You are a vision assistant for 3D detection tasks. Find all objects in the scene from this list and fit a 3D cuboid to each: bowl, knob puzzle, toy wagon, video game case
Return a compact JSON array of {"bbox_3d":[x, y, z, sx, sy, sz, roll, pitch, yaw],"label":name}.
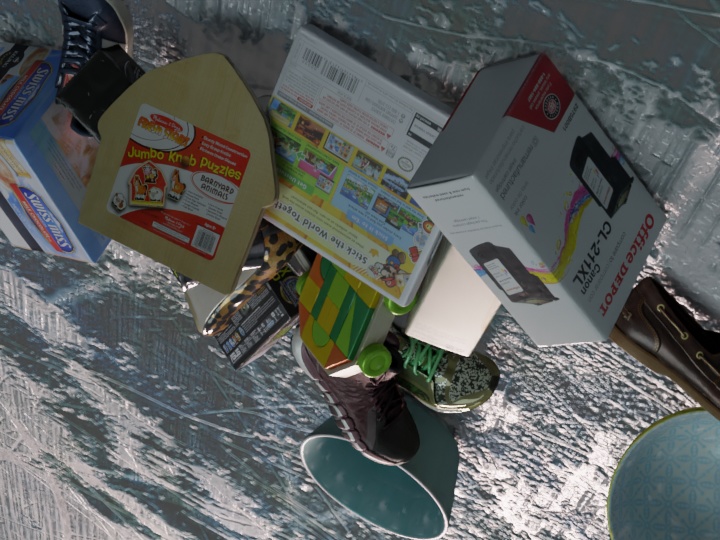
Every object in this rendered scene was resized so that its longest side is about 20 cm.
[{"bbox_3d":[0.343,0.220,1.657,0.199,0.201,0.108,31,-165,5],"label":"bowl"},{"bbox_3d":[-0.156,-0.104,1.566,0.218,0.221,0.030,22,-170,21],"label":"knob puzzle"},{"bbox_3d":[0.000,0.000,1.635,0.039,0.201,0.155,7,-155,-34],"label":"toy wagon"},{"bbox_3d":[-0.003,-0.094,1.515,0.199,0.023,0.183,32,116,15],"label":"video game case"},{"bbox_3d":[0.038,0.217,1.996,0.200,0.105,0.201,26,152,15],"label":"bowl"}]

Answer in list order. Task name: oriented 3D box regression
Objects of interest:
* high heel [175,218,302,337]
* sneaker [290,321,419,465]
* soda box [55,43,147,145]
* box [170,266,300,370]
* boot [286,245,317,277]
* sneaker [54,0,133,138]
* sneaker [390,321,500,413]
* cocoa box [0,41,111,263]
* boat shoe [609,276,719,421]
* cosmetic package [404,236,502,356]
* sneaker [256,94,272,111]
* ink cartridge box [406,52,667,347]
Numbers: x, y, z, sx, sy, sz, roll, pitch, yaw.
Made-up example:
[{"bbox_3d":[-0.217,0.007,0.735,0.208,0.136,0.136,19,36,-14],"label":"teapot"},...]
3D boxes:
[{"bbox_3d":[-0.108,0.006,1.701,0.200,0.142,0.072,88,159,-73],"label":"high heel"},{"bbox_3d":[0.019,0.125,1.754,0.115,0.076,0.200,-12,125,50],"label":"sneaker"},{"bbox_3d":[-0.195,-0.122,1.625,0.200,0.071,0.063,47,-165,-3],"label":"soda box"},{"bbox_3d":[-0.134,0.007,1.852,0.161,0.044,0.200,57,151,6],"label":"box"},{"bbox_3d":[-0.143,-0.057,1.726,0.153,0.074,0.204,-24,115,24],"label":"boot"},{"bbox_3d":[-0.272,-0.208,1.675,0.074,0.085,0.201,22,150,20],"label":"sneaker"},{"bbox_3d":[0.052,0.093,1.797,0.199,0.077,0.089,16,167,29],"label":"sneaker"},{"bbox_3d":[-0.339,-0.126,1.819,0.130,0.134,0.201,12,146,32],"label":"cocoa box"},{"bbox_3d":[0.317,0.085,1.538,0.199,0.070,0.070,37,-167,-10],"label":"boat shoe"},{"bbox_3d":[0.106,-0.012,1.562,0.071,0.106,0.200,19,153,-3],"label":"cosmetic package"},{"bbox_3d":[-0.039,-0.106,1.590,0.199,0.087,0.075,9,142,36],"label":"sneaker"},{"bbox_3d":[0.152,-0.056,1.408,0.082,0.146,0.200,-9,132,48],"label":"ink cartridge box"}]
